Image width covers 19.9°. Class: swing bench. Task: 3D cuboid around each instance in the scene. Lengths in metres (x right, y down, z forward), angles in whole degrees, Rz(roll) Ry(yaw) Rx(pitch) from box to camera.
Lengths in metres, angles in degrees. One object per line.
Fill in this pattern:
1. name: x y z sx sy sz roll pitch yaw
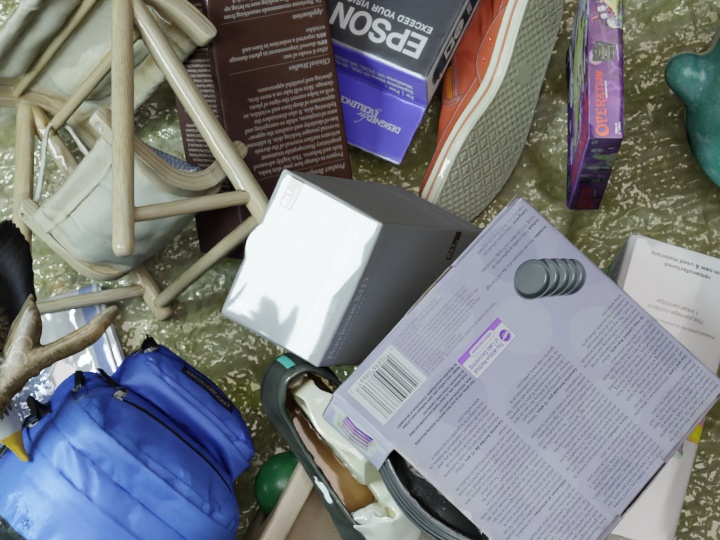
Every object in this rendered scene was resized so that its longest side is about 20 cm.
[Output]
1. swing bench: -0.175 -0.079 1.396 0.129 0.199 0.202 -11 76 -33

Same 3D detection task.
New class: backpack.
1. backpack: -0.157 0.136 1.345 0.162 0.200 0.168 35 91 -6

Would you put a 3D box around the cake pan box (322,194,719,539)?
1. cake pan box: 0.102 0.084 1.278 0.184 0.052 0.200 40 66 7

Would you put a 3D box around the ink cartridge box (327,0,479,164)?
1. ink cartridge box: -0.014 -0.204 1.492 0.197 0.043 0.201 23 81 19

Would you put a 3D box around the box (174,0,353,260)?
1. box: -0.070 -0.117 1.431 0.099 0.075 0.202 -14 101 -32

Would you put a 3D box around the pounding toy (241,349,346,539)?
1. pounding toy: -0.002 0.161 1.409 0.199 0.142 0.185 30 81 -5

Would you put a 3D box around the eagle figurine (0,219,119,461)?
1. eagle figurine: -0.246 0.054 1.253 0.150 0.200 0.153 -3 104 -24

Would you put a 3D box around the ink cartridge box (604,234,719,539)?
1. ink cartridge box: 0.187 0.093 1.400 0.083 0.145 0.202 17 79 2

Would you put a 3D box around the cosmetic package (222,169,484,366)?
1. cosmetic package: 0.000 0.000 1.370 0.090 0.200 0.108 28 102 19

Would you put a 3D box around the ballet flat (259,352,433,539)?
1. ballet flat: 0.005 0.138 1.305 0.068 0.068 0.200 -41 91 -13

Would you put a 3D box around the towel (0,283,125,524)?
1. towel: -0.255 0.105 1.465 0.198 0.024 0.148 -18 78 -3

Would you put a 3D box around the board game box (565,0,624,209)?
1. board game box: 0.161 -0.122 1.416 0.032 0.200 0.121 -3 78 1

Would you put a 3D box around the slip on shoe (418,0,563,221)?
1. slip on shoe: 0.086 -0.123 1.492 0.061 0.074 0.202 17 85 40

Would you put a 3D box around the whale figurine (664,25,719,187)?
1. whale figurine: 0.293 -0.137 1.426 0.157 0.104 0.202 -2 121 1
